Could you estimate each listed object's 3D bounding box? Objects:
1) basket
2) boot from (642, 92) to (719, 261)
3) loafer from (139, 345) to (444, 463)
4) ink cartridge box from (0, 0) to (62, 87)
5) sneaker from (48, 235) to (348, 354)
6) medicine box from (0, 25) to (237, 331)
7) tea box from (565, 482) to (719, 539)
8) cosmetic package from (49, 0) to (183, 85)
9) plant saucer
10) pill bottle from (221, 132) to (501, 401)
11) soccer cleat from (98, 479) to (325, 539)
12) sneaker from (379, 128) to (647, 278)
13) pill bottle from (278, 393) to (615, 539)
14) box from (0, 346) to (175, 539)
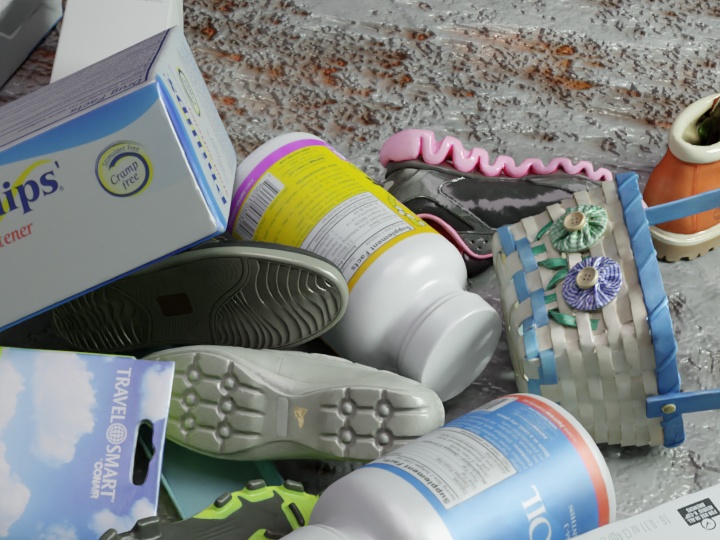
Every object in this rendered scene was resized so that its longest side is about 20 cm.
[{"bbox_3d":[0.191,0.025,1.116,0.198,0.140,0.177,-9,44,0],"label":"basket"},{"bbox_3d":[0.285,-0.092,1.272,0.199,0.108,0.075,-30,51,-32],"label":"boot"},{"bbox_3d":[-0.045,0.084,1.078,0.198,0.071,0.070,9,3,14],"label":"loafer"},{"bbox_3d":[-0.352,-0.224,1.392,0.198,0.068,0.116,17,45,14],"label":"ink cartridge box"},{"bbox_3d":[-0.096,-0.004,1.131,0.198,0.075,0.107,-2,30,16],"label":"sneaker"},{"bbox_3d":[-0.180,-0.058,1.095,0.181,0.104,0.200,-23,17,5],"label":"medicine box"},{"bbox_3d":[0.180,0.234,0.901,0.198,0.134,0.197,-17,48,-20],"label":"tea box"},{"bbox_3d":[-0.177,-0.141,1.291,0.084,0.108,0.201,3,42,-1],"label":"cosmetic package"},{"bbox_3d":[-0.111,0.098,1.109,0.069,0.019,0.200,-18,48,-22],"label":"plant saucer"},{"bbox_3d":[0.000,0.000,1.156,0.104,0.105,0.200,-29,53,-30],"label":"pill bottle"},{"bbox_3d":[-0.082,0.174,0.998,0.199,0.084,0.065,-7,41,-41],"label":"soccer cleat"},{"bbox_3d":[0.103,-0.033,1.235,0.198,0.079,0.096,11,66,8],"label":"sneaker"},{"bbox_3d":[0.040,0.152,0.972,0.199,0.113,0.112,-23,49,-38],"label":"pill bottle"},{"bbox_3d":[-0.212,0.108,1.036,0.198,0.048,0.123,4,69,2],"label":"box"}]
